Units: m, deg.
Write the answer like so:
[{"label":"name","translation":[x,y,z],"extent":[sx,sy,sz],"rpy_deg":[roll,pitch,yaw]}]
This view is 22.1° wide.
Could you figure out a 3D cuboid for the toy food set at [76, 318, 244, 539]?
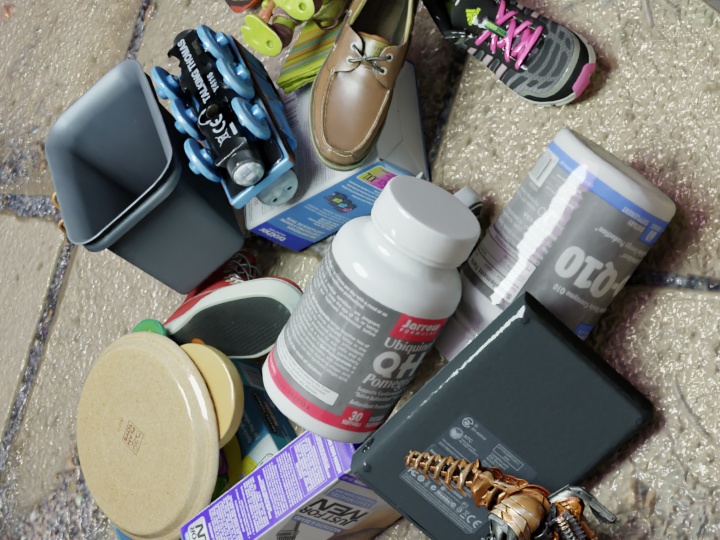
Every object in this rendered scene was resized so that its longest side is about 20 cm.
[{"label":"toy food set","translation":[-0.189,0.147,1.668],"extent":[0.197,0.049,0.201],"rpy_deg":[20,106,41]}]

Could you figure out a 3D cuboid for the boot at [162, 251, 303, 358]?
[{"label":"boot","translation":[-0.107,0.017,1.699],"extent":[0.200,0.072,0.145],"rpy_deg":[-23,27,43]}]

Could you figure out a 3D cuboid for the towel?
[{"label":"towel","translation":[-0.014,-0.242,1.727],"extent":[0.086,0.018,0.200],"rpy_deg":[-18,33,34]}]

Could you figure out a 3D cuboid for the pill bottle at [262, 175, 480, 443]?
[{"label":"pill bottle","translation":[0.012,0.028,1.441],"extent":[0.200,0.110,0.111],"rpy_deg":[-60,42,27]}]

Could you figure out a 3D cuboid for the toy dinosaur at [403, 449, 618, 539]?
[{"label":"toy dinosaur","translation":[0.120,0.207,1.399],"extent":[0.200,0.102,0.136],"rpy_deg":[43,107,34]}]

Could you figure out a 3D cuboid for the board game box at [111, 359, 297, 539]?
[{"label":"board game box","translation":[-0.143,0.202,1.700],"extent":[0.200,0.047,0.151],"rpy_deg":[-48,46,17]}]

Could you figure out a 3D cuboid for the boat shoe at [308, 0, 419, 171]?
[{"label":"boat shoe","translation":[0.003,-0.187,1.598],"extent":[0.068,0.072,0.201],"rpy_deg":[121,163,-72]}]

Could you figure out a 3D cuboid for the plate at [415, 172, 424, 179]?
[{"label":"plate","translation":[0.000,0.000,1.592],"extent":[0.200,0.026,0.200],"rpy_deg":[-52,1,2]}]

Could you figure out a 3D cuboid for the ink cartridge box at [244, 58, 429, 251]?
[{"label":"ink cartridge box","translation":[-0.039,-0.109,1.712],"extent":[0.199,0.076,0.137],"rpy_deg":[-25,56,33]}]

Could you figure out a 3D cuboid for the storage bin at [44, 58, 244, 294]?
[{"label":"storage bin","translation":[-0.199,-0.070,1.703],"extent":[0.145,0.134,0.200],"rpy_deg":[-40,38,12]}]

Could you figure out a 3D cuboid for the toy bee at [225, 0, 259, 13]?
[{"label":"toy bee","translation":[-0.076,-0.336,1.822],"extent":[0.199,0.109,0.131],"rpy_deg":[-23,13,26]}]

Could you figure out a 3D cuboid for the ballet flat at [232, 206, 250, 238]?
[{"label":"ballet flat","translation":[-0.181,-0.049,1.835],"extent":[0.199,0.068,0.068],"rpy_deg":[-2,99,47]}]

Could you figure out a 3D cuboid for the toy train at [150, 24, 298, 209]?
[{"label":"toy train","translation":[-0.114,-0.138,1.661],"extent":[0.087,0.114,0.200],"rpy_deg":[-40,48,14]}]

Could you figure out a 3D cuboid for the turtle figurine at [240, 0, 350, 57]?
[{"label":"turtle figurine","translation":[-0.045,-0.246,1.677],"extent":[0.200,0.065,0.161],"rpy_deg":[-26,12,35]}]

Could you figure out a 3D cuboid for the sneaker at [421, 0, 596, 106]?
[{"label":"sneaker","translation":[0.120,-0.206,1.593],"extent":[0.074,0.087,0.200],"rpy_deg":[-57,45,9]}]

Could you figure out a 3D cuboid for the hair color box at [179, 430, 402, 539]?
[{"label":"hair color box","translation":[-0.045,0.203,1.560],"extent":[0.200,0.109,0.065],"rpy_deg":[-38,52,27]}]

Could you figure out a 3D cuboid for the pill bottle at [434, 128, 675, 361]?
[{"label":"pill bottle","translation":[0.149,-0.001,1.459],"extent":[0.200,0.114,0.114],"rpy_deg":[-56,45,12]}]

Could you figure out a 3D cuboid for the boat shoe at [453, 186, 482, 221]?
[{"label":"boat shoe","translation":[0.049,0.020,1.584],"extent":[0.068,0.072,0.200],"rpy_deg":[39,87,12]}]

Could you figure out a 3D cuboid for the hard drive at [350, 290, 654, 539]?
[{"label":"hard drive","translation":[0.109,0.129,1.430],"extent":[0.200,0.139,0.033],"rpy_deg":[-45,13,21]}]

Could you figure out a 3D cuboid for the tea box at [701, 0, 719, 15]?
[{"label":"tea box","translation":[0.300,-0.313,1.432],"extent":[0.200,0.133,0.197],"rpy_deg":[-53,46,13]}]
